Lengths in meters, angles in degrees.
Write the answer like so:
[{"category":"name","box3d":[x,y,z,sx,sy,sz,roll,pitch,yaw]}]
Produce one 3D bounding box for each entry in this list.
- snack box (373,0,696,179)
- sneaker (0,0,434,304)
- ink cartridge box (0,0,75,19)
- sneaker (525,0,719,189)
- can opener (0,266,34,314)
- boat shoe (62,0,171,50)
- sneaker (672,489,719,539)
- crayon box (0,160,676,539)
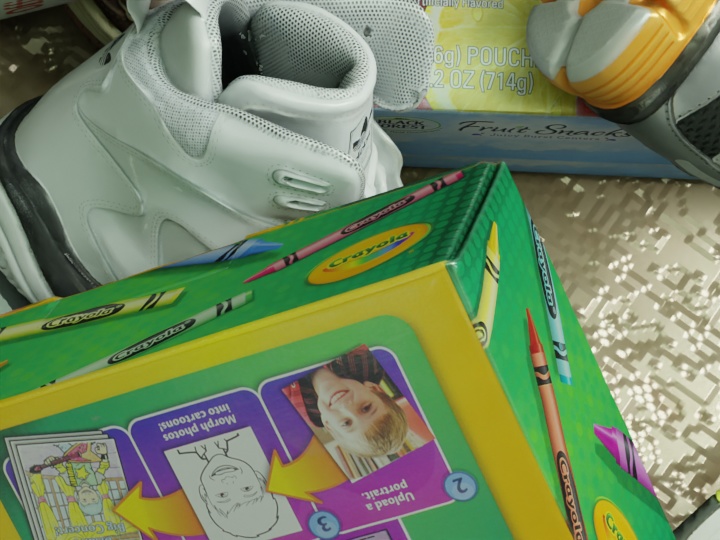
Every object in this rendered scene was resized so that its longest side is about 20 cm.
[{"category":"snack box","box3d":[0.059,-0.131,0.855,0.168,0.068,0.200,2,76,-4]},{"category":"sneaker","box3d":[0.000,0.000,0.778,0.200,0.115,0.075,34,47,-8]},{"category":"ink cartridge box","box3d":[-0.045,-0.143,0.744,0.200,0.129,0.125,-15,89,-6]},{"category":"sneaker","box3d":[0.120,-0.107,0.790,0.077,0.078,0.200,43,70,-24]},{"category":"can opener","box3d":[-0.112,-0.043,0.830,0.066,0.053,0.200,-14,79,-8]},{"category":"boat shoe","box3d":[-0.059,-0.161,0.840,0.075,0.075,0.203,-1,76,-26]},{"category":"sneaker","box3d":[0.160,0.068,0.813,0.200,0.075,0.077,-27,80,-8]},{"category":"crayon box","box3d":[-0.035,0.061,0.740,0.200,0.058,0.119,-17,112,23]}]
